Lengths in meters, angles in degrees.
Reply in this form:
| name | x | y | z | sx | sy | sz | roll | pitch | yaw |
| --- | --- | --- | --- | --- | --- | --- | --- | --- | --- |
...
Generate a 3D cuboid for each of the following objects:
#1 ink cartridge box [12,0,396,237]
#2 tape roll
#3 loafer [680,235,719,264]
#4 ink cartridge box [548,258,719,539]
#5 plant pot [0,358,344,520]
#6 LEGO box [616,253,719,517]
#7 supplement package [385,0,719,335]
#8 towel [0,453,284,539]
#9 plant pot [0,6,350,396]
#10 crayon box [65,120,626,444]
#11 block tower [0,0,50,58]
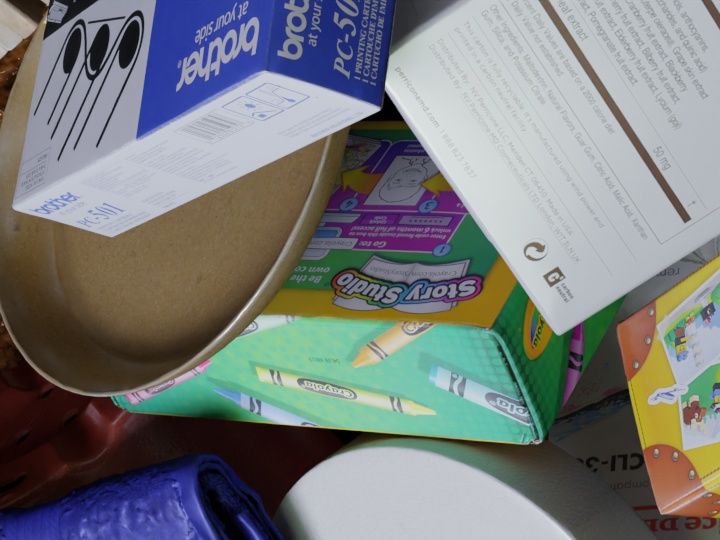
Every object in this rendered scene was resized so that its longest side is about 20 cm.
| name | x | y | z | sx | sy | sz | roll | pitch | yaw |
| --- | --- | --- | --- | --- | --- | --- | --- | --- | --- |
| ink cartridge box | -0.053 | -0.079 | 0.817 | 0.044 | 0.095 | 0.200 | 16 | 162 | -26 |
| tape roll | 0.048 | 0.151 | 0.943 | 0.202 | 0.037 | 0.204 | 20 | 123 | 33 |
| loafer | 0.149 | -0.030 | 0.959 | 0.198 | 0.070 | 0.070 | -4 | 133 | 17 |
| ink cartridge box | 0.136 | 0.078 | 0.972 | 0.116 | 0.201 | 0.068 | -6 | 143 | 18 |
| plant pot | -0.078 | 0.122 | 1.090 | 0.200 | 0.201 | 0.196 | -24 | 117 | 32 |
| LEGO box | 0.209 | 0.015 | 0.840 | 0.148 | 0.078 | 0.200 | 6 | 150 | -34 |
| supplement package | 0.108 | -0.099 | 0.810 | 0.199 | 0.121 | 0.120 | -33 | 114 | 9 |
| towel | -0.103 | 0.153 | 0.988 | 0.199 | 0.050 | 0.148 | -18 | 105 | 30 |
| plant pot | -0.068 | -0.049 | 0.914 | 0.027 | 0.201 | 0.200 | 19 | 141 | -40 |
| crayon box | 0.000 | 0.000 | 0.951 | 0.199 | 0.119 | 0.058 | 2 | 132 | 34 |
| block tower | -0.136 | -0.125 | 0.942 | 0.058 | 0.054 | 0.200 | 37 | 130 | -22 |
